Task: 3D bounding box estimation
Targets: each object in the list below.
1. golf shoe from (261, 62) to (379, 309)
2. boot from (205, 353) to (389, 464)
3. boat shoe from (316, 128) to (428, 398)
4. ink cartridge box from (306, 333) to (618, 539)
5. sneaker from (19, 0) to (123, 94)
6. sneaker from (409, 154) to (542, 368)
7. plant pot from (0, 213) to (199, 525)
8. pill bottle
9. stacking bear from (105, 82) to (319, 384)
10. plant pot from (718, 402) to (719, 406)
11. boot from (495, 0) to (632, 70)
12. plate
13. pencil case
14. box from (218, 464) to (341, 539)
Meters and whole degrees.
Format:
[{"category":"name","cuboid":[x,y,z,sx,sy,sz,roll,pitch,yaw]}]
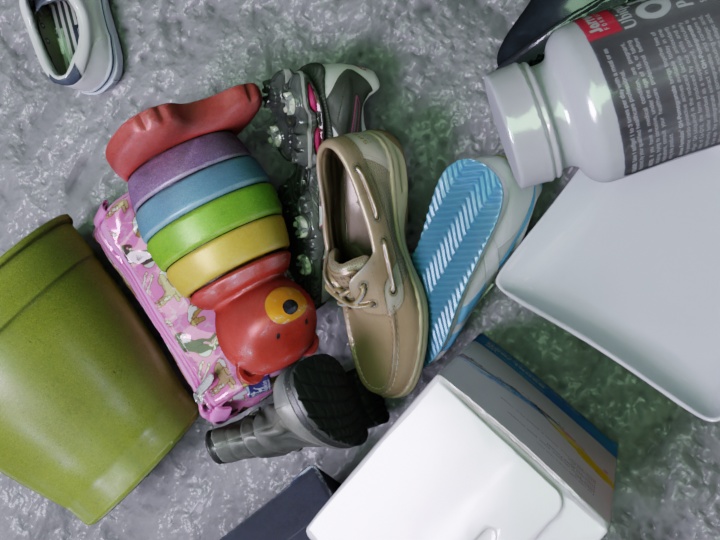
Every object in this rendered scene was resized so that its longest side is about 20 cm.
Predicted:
[{"category":"golf shoe","cuboid":[-0.023,-0.062,0.832,0.077,0.088,0.201,38,134,50]},{"category":"boot","cuboid":[-0.060,0.118,0.797,0.130,0.200,0.068,-22,78,11]},{"category":"boat shoe","cuboid":[0.000,0.000,0.780,0.071,0.064,0.201,-1,100,43]},{"category":"ink cartridge box","cuboid":[0.081,0.155,0.758,0.145,0.200,0.147,41,103,8]},{"category":"sneaker","cuboid":[-0.252,-0.246,0.883,0.073,0.071,0.201,-21,89,15]},{"category":"sneaker","cuboid":[0.073,0.001,0.813,0.077,0.081,0.201,46,125,23]},{"category":"plant pot","cuboid":[-0.239,0.093,0.859,0.193,0.200,0.200,45,104,-5]},{"category":"pill bottle","cuboid":[0.189,-0.124,0.712,0.199,0.111,0.111,-19,89,5]},{"category":"stacking bear","cuboid":[-0.098,-0.018,0.790,0.114,0.121,0.201,-31,84,50]},{"category":"plant pot","cuboid":[0.359,0.141,0.697,0.200,0.201,0.196,-19,97,16]},{"category":"boot","cuboid":[0.153,-0.250,0.775,0.200,0.076,0.169,-34,73,29]},{"category":"plate","cuboid":[0.225,-0.019,0.740,0.200,0.032,0.200,35,84,39]},{"category":"pencil case","cuboid":[-0.138,0.023,0.865,0.083,0.087,0.201,-33,83,4]},{"category":"box","cuboid":[-0.045,0.292,0.797,0.196,0.117,0.200,-37,63,2]}]
